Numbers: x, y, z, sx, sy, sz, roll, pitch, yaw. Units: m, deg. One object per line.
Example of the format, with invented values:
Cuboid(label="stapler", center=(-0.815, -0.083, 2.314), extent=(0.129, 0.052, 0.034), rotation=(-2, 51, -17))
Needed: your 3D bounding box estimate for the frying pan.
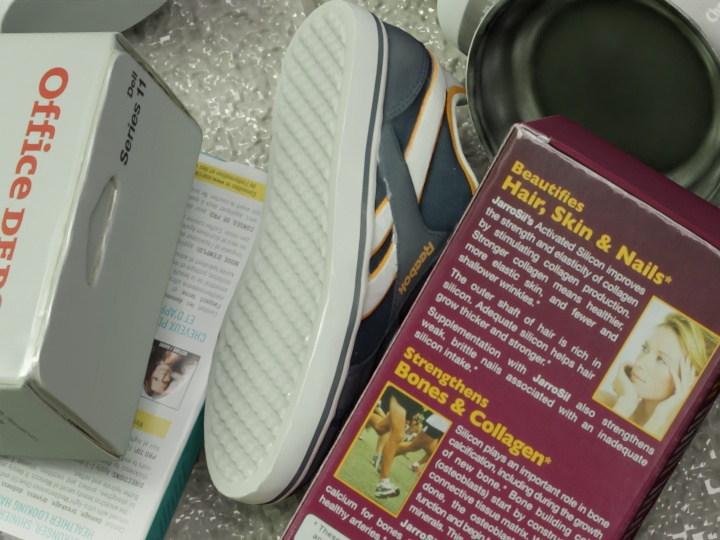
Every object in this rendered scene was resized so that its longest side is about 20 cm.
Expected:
Cuboid(label="frying pan", center=(0.112, -0.032, 1.095), extent=(0.190, 0.115, 0.031), rotation=(61, 39, -14))

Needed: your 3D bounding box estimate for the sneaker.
Cuboid(label="sneaker", center=(0.000, 0.000, 1.097), extent=(0.079, 0.078, 0.201), rotation=(23, 72, -33))

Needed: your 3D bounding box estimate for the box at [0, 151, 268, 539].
Cuboid(label="box", center=(-0.098, 0.046, 1.121), extent=(0.082, 0.049, 0.200), rotation=(20, 70, 7))

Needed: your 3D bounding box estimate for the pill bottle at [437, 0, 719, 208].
Cuboid(label="pill bottle", center=(0.103, -0.114, 1.150), extent=(0.200, 0.114, 0.114), rotation=(36, 73, 11))

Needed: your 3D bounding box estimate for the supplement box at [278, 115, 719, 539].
Cuboid(label="supplement box", center=(0.064, 0.055, 1.056), extent=(0.110, 0.086, 0.200), rotation=(32, 103, 10))

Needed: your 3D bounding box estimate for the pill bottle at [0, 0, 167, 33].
Cuboid(label="pill bottle", center=(-0.148, -0.195, 1.178), extent=(0.112, 0.112, 0.200), rotation=(-23, 72, -9))

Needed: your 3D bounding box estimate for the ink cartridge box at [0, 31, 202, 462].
Cuboid(label="ink cartridge box", center=(-0.174, -0.010, 1.086), extent=(0.199, 0.083, 0.147), rotation=(2, 67, 26))
